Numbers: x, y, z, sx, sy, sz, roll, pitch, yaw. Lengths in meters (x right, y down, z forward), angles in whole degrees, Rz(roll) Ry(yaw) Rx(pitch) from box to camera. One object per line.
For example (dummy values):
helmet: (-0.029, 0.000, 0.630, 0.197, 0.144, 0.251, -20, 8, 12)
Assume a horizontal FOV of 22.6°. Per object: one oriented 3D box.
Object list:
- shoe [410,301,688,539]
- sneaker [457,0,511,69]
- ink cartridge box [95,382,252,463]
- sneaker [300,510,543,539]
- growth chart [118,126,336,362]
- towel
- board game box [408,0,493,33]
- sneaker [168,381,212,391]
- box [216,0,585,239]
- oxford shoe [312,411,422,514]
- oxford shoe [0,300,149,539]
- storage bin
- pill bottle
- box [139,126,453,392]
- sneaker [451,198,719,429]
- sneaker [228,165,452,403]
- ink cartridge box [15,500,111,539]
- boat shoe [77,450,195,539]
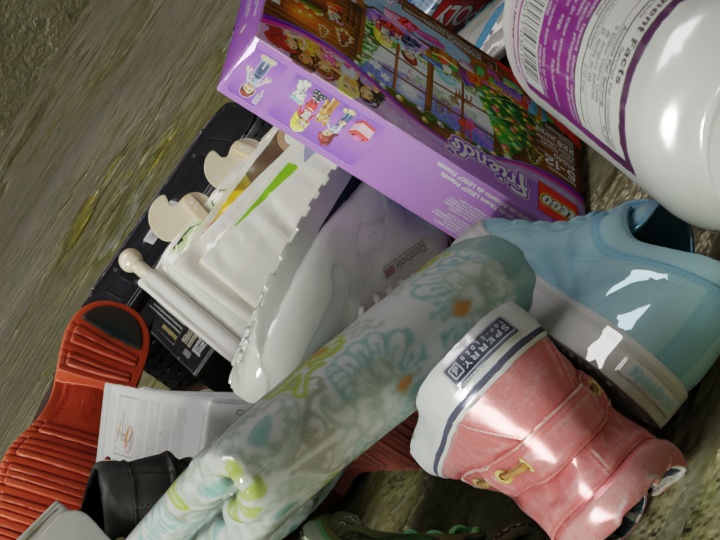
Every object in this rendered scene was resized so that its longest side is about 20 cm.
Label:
shoe: (0.075, 0.077, 0.735, 0.071, 0.091, 0.200, -43, -12, -6)
sneaker: (0.124, -0.158, 1.037, 0.200, 0.076, 0.081, -56, 27, 12)
ink cartridge box: (-0.102, 0.145, 0.982, 0.200, 0.057, 0.163, 177, 100, -71)
sneaker: (0.037, 0.137, 0.761, 0.088, 0.077, 0.200, -24, 12, -12)
growth chart: (-0.024, -0.029, 0.999, 0.200, 0.145, 0.018, -39, -22, -9)
towel: (-0.024, 0.077, 0.764, 0.171, 0.048, 0.200, -40, -6, -36)
board game box: (0.060, -0.179, 1.118, 0.200, 0.062, 0.200, -17, -33, -57)
sneaker: (-0.144, 0.150, 1.128, 0.076, 0.070, 0.200, -38, 22, 57)
box: (0.027, -0.087, 0.929, 0.039, 0.200, 0.137, -49, 19, 30)
oxford shoe: (0.005, 0.062, 0.931, 0.200, 0.070, 0.075, -30, 26, 50)
oxford shoe: (-0.181, 0.118, 1.125, 0.073, 0.071, 0.200, 116, 176, -54)
storage bin: (-0.106, -0.014, 1.301, 0.200, 0.094, 0.135, -55, 18, -6)
pill bottle: (0.145, -0.082, 0.750, 0.112, 0.112, 0.200, -51, 31, 8)
box: (-0.044, 0.004, 1.125, 0.164, 0.086, 0.200, -55, 18, -4)
sneaker: (0.109, 0.004, 0.792, 0.082, 0.074, 0.200, -46, 26, -1)
sneaker: (0.000, 0.000, 0.904, 0.076, 0.080, 0.200, -55, 2, 47)
ink cartridge box: (-0.153, 0.219, 0.864, 0.083, 0.147, 0.200, -47, 2, -43)
boat shoe: (-0.131, 0.153, 0.915, 0.201, 0.063, 0.074, 124, 141, -49)
